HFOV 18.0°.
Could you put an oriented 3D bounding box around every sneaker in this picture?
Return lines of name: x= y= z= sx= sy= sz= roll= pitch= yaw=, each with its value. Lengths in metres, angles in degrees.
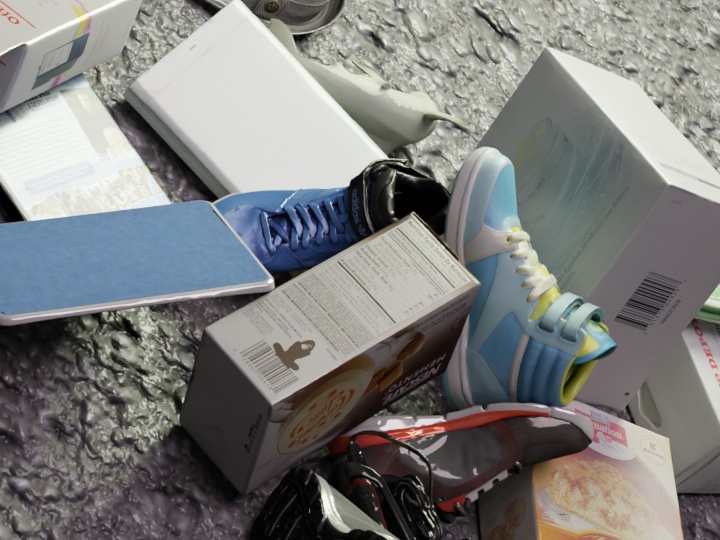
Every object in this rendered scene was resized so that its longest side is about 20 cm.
sneaker: x=-0.024 y=-0.039 z=1.698 sx=0.200 sy=0.111 sz=0.077 roll=0 pitch=73 yaw=-27
sneaker: x=0.077 y=0.148 z=1.681 sx=0.200 sy=0.077 sz=0.082 roll=-6 pitch=72 yaw=-4
sneaker: x=0.132 y=0.010 z=1.693 sx=0.080 sy=0.130 sz=0.200 roll=-12 pitch=104 yaw=-60
sneaker: x=-0.009 y=0.197 z=1.540 sx=0.079 sy=0.074 sz=0.200 roll=34 pitch=-1 yaw=-35

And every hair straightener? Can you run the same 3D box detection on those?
hair straightener: x=0.039 y=0.196 z=1.599 sx=0.077 sy=0.041 sz=0.200 roll=-2 pitch=52 yaw=-32

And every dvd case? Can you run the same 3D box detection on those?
dvd case: x=-0.219 y=-0.075 z=1.669 sx=0.143 sy=0.018 sz=0.200 roll=-25 pitch=77 yaw=-50

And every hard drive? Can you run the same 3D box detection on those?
hard drive: x=-0.073 y=-0.104 z=1.785 sx=0.200 sy=0.026 sz=0.132 roll=47 pitch=58 yaw=-1

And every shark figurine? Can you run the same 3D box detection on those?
shark figurine: x=-0.003 y=-0.125 z=1.876 sx=0.214 sy=0.090 sz=0.128 roll=19 pitch=12 yaw=-42

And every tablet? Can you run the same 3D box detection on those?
tablet: x=-0.173 y=-0.006 z=1.567 sx=0.200 sy=0.014 sz=0.130 roll=-8 pitch=32 yaw=-25

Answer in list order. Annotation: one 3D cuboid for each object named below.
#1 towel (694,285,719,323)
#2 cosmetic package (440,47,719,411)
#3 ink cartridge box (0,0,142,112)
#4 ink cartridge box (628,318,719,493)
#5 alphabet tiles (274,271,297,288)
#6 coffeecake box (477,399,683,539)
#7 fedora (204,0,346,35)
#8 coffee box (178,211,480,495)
towel: x=0.253 y=-0.010 z=1.975 sx=0.152 sy=0.023 sz=0.200 roll=10 pitch=23 yaw=-31
cosmetic package: x=0.177 y=-0.034 z=1.812 sx=0.123 sy=0.199 sz=0.200 roll=18 pitch=26 yaw=-39
ink cartridge box: x=-0.263 y=-0.187 z=1.659 sx=0.117 sy=0.067 sz=0.200 roll=37 pitch=34 yaw=12
ink cartridge box: x=0.331 y=0.113 z=1.975 sx=0.200 sy=0.083 sz=0.145 roll=6 pitch=54 yaw=-41
alphabet tiles: x=0.000 y=0.000 z=1.822 sx=0.200 sy=0.008 sz=0.167 roll=-22 pitch=74 yaw=-51
coffeecake box: x=0.172 y=0.204 z=1.756 sx=0.153 sy=0.073 sz=0.200 roll=22 pitch=44 yaw=-27
fedora: x=-0.077 y=-0.293 z=1.932 sx=0.200 sy=0.090 sz=0.177 roll=25 pitch=43 yaw=-26
coffee box: x=-0.022 y=0.058 z=1.612 sx=0.200 sy=0.114 sz=0.080 roll=-29 pitch=65 yaw=-34
